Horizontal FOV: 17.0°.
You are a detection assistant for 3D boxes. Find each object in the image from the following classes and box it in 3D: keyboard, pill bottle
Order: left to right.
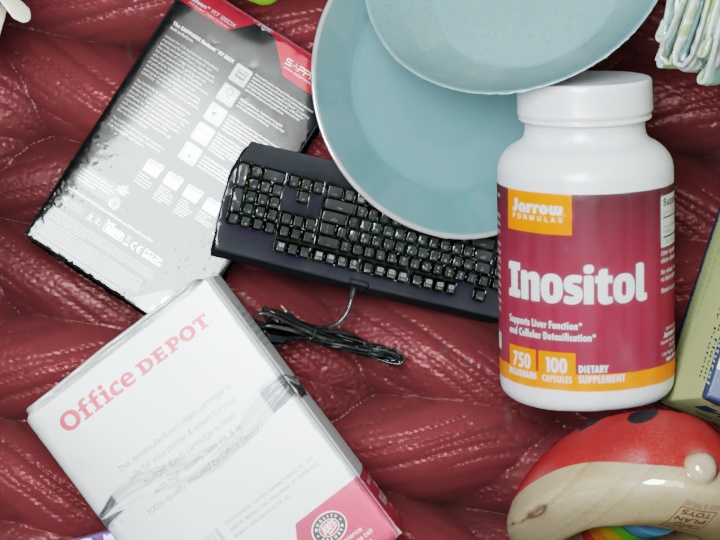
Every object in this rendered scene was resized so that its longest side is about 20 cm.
[{"bbox_3d":[0.000,0.000,1.544,0.199,0.021,0.128,13,90,-16],"label":"keyboard"},{"bbox_3d":[0.141,-0.020,1.509,0.112,0.113,0.202,-3,101,-2],"label":"pill bottle"}]

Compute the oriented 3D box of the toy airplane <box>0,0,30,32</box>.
[{"bbox_3d":[-0.206,-0.257,1.492,0.141,0.199,0.201,11,52,-41],"label":"toy airplane"}]

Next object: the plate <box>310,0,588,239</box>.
[{"bbox_3d":[0.056,-0.118,1.556,0.199,0.026,0.202,3,82,-22],"label":"plate"}]

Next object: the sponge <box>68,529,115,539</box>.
[{"bbox_3d":[-0.107,0.209,1.547,0.199,0.030,0.112,-14,87,-4],"label":"sponge"}]

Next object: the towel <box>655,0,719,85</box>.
[{"bbox_3d":[0.253,-0.207,1.498,0.048,0.200,0.172,17,107,30],"label":"towel"}]

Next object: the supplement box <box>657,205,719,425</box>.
[{"bbox_3d":[0.289,0.009,1.489,0.133,0.200,0.201,19,85,0],"label":"supplement box"}]

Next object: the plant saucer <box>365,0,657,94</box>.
[{"bbox_3d":[0.102,-0.187,1.506,0.200,0.039,0.202,-8,60,15],"label":"plant saucer"}]

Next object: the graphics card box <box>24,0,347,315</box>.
[{"bbox_3d":[-0.112,-0.071,1.556,0.125,0.051,0.201,32,84,-1],"label":"graphics card box"}]

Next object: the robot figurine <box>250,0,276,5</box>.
[{"bbox_3d":[-0.040,-0.248,1.494,0.115,0.200,0.176,27,86,-8],"label":"robot figurine"}]

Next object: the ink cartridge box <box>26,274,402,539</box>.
[{"bbox_3d":[-0.089,0.121,1.487,0.145,0.083,0.200,-37,90,4],"label":"ink cartridge box"}]

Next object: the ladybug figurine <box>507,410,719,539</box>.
[{"bbox_3d":[0.167,0.136,1.479,0.135,0.200,0.072,13,68,-21],"label":"ladybug figurine"}]
